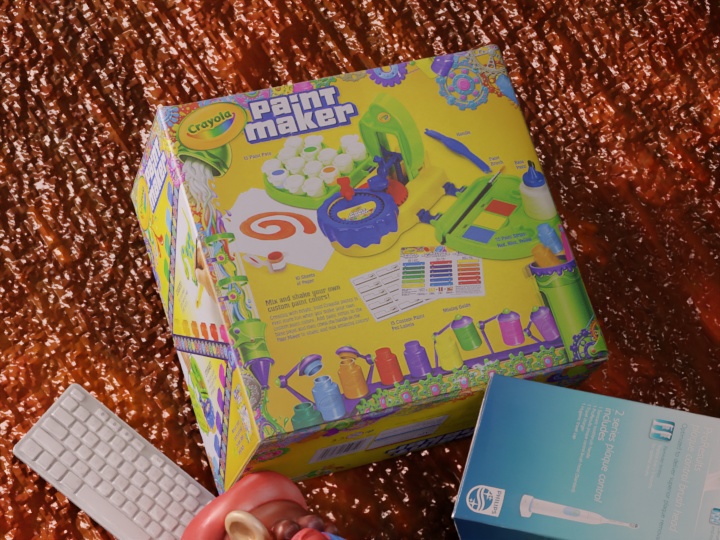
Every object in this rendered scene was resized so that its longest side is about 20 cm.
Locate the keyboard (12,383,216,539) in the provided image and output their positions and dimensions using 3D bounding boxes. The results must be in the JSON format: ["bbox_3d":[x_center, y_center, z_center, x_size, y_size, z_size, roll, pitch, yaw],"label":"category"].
[{"bbox_3d":[-0.096,0.143,1.080,0.200,0.011,0.056,39,50,1],"label":"keyboard"}]

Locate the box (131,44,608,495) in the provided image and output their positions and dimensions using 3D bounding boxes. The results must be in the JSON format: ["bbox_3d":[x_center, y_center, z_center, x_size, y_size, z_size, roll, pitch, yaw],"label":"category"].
[{"bbox_3d":[0.000,0.000,1.097,0.200,0.122,0.193,-12,73,-18],"label":"box"}]

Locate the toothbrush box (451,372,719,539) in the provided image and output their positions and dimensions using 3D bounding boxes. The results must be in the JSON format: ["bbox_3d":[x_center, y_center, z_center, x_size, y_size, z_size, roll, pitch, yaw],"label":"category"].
[{"bbox_3d":[0.159,0.136,1.029,0.200,0.146,0.085,11,65,16],"label":"toothbrush box"}]

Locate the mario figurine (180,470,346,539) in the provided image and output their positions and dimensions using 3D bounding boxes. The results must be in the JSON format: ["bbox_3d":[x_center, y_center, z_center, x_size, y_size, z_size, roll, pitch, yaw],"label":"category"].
[{"bbox_3d":[-0.016,0.176,1.000,0.106,0.200,0.124,-38,126,-40],"label":"mario figurine"}]
